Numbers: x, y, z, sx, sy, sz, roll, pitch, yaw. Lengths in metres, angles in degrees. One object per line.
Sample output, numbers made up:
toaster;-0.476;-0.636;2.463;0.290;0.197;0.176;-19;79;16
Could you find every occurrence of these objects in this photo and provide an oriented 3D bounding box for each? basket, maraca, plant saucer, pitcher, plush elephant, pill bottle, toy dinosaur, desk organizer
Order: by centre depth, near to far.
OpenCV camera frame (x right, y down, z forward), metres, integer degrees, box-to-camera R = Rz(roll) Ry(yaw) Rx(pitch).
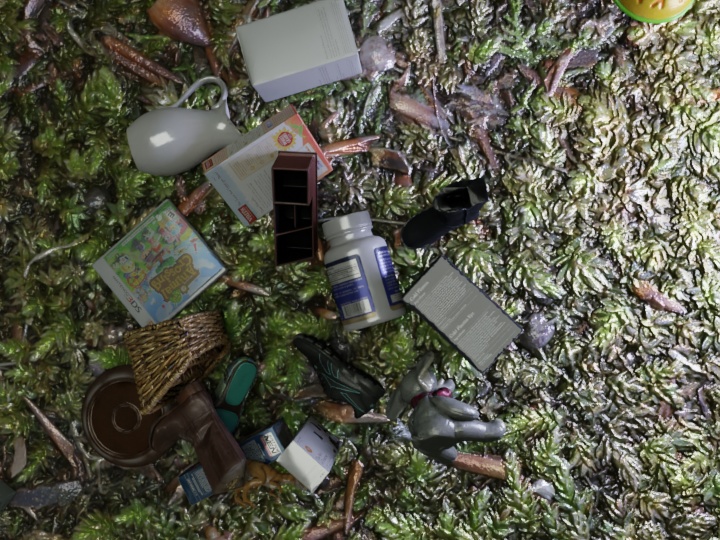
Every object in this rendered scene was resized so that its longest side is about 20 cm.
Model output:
toy dinosaur;-0.188;0.356;1.246;0.199;0.060;0.106;23;59;8
maraca;0.502;-0.521;1.270;0.199;0.107;0.138;24;92;4
basket;-0.307;0.157;1.273;0.142;0.200;0.150;-15;87;8
plush elephant;0.129;0.243;1.280;0.199;0.165;0.155;16;50;-27
desk organizer;-0.117;-0.107;1.280;0.071;0.077;0.201;4;120;4
pill bottle;0.000;0.000;1.295;0.119;0.120;0.201;-16;88;4
pitcher;-0.331;-0.271;1.331;0.199;0.121;0.172;-16;73;-7
plant saucer;-0.447;0.282;1.369;0.199;0.032;0.201;0;91;4

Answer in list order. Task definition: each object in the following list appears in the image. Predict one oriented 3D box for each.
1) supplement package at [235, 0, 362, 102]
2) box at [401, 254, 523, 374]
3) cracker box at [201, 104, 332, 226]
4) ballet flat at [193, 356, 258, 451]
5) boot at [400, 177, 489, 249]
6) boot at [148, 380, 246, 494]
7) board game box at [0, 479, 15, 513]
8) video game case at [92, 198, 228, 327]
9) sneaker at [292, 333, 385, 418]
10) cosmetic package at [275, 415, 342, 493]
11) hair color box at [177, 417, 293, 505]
supplement package;-0.110;-0.404;1.308;0.199;0.117;0.118;-16;89;3
box;0.172;0.069;1.241;0.182;0.200;0.104;42;94;3
cracker box;-0.170;-0.191;1.308;0.200;0.058;0.134;-32;125;2
ballet flat;-0.254;0.251;1.339;0.074;0.074;0.200;31;88;4
boot;0.142;-0.096;1.244;0.164;0.200;0.066;-29;87;3
boot;-0.285;0.326;1.249;0.200;0.064;0.187;50;120;28
board game box;-0.793;0.472;1.375;0.147;0.064;0.200;36;91;5
video game case;-0.387;-0.005;1.371;0.200;0.022;0.182;-41;87;3
sneaker;-0.052;0.194;1.319;0.200;0.075;0.079;37;94;4
cosmetic package;-0.086;0.319;1.257;0.082;0.200;0.051;38;93;3
hair color box;-0.226;0.350;1.317;0.200;0.100;0.061;-28;87;3
